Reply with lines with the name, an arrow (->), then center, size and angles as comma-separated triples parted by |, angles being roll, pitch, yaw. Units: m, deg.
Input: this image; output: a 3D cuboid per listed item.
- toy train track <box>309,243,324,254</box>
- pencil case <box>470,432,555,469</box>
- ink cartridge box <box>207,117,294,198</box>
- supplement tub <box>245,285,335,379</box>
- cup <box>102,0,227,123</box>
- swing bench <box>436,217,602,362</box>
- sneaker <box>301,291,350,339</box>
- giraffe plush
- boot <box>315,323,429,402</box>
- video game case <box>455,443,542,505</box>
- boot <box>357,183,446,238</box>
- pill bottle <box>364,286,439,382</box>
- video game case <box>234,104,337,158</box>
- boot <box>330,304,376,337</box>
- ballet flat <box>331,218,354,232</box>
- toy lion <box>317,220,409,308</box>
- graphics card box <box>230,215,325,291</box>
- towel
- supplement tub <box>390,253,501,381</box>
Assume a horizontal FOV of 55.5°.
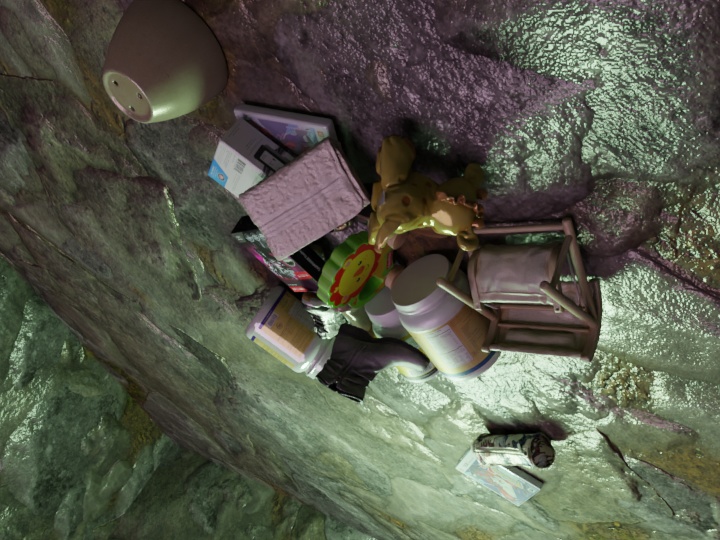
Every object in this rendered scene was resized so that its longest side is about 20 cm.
toy train track -> -0.118, -0.014, 1.472 | 0.113, 0.033, 0.202 | 12, 144, 33
pencil case -> 0.347, 0.414, 1.576 | 0.088, 0.079, 0.199 | 19, 158, -29
ink cartridge box -> -0.160, -0.157, 1.199 | 0.199, 0.068, 0.116 | 37, 148, -6
supplement tub -> -0.158, 0.149, 1.628 | 0.199, 0.146, 0.145 | 36, 150, -4
cup -> -0.340, -0.329, 1.133 | 0.197, 0.144, 0.202 | 24, 149, 15
swing bench -> 0.260, 0.034, 1.086 | 0.196, 0.131, 0.201 | 1, 142, 42
sneaker -> -0.071, 0.104, 1.462 | 0.075, 0.089, 0.199 | 22, 176, 27
giraffe plush -> 0.102, -0.104, 1.018 | 0.158, 0.200, 0.176 | 6, 106, -5
boot -> 0.023, 0.191, 1.290 | 0.196, 0.133, 0.070 | 13, 154, 22
video game case -> 0.359, 0.540, 1.800 | 0.197, 0.023, 0.183 | 28, 149, 10
boot -> 0.061, -0.093, 1.150 | 0.196, 0.075, 0.076 | 13, 155, 21
pill bottle -> 0.092, 0.122, 1.379 | 0.113, 0.115, 0.201 | 4, 138, 40
video game case -> -0.114, -0.199, 1.202 | 0.197, 0.023, 0.184 | 16, 145, 28
boot -> -0.005, 0.087, 1.382 | 0.069, 0.201, 0.148 | -20, 108, 14
ballet flat -> -0.091, -0.092, 1.321 | 0.197, 0.047, 0.068 | 2, 136, 43
toy lion -> 0.000, 0.000, 1.210 | 0.068, 0.191, 0.202 | 37, 153, 23
graphics card box -> -0.153, -0.034, 1.376 | 0.124, 0.051, 0.200 | -1, 140, 51
towel -> -0.091, -0.117, 1.124 | 0.198, 0.035, 0.134 | -28, 104, 17
supplement tub -> 0.157, 0.085, 1.234 | 0.143, 0.146, 0.201 | -6, 132, 47
